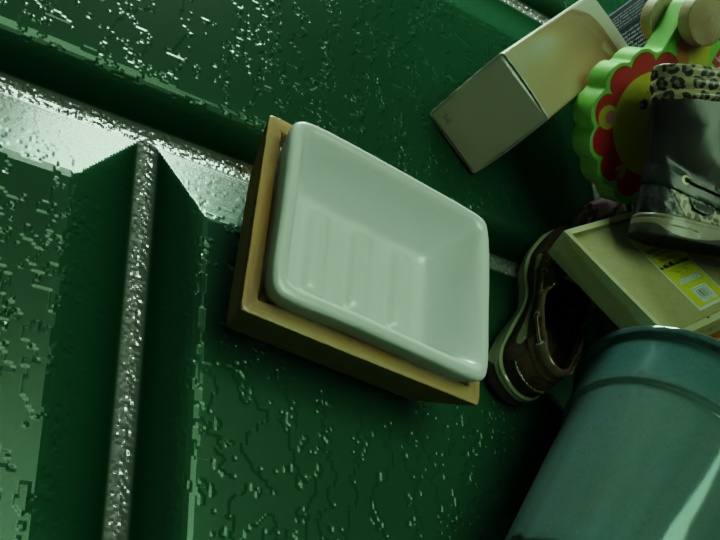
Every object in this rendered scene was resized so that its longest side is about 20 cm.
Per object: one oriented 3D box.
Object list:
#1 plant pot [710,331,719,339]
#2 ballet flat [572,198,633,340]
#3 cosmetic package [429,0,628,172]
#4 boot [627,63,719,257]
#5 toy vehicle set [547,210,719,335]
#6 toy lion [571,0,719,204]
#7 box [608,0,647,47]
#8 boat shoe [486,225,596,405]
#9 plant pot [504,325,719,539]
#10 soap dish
[{"bbox_3d":[0.400,0.133,0.909,0.184,0.199,0.201,58,41,-29],"label":"plant pot"},{"bbox_3d":[0.249,0.019,0.918,0.069,0.071,0.202,11,61,-37],"label":"ballet flat"},{"bbox_3d":[0.163,-0.178,0.929,0.071,0.105,0.200,53,46,-2],"label":"cosmetic package"},{"bbox_3d":[0.318,-0.089,0.848,0.198,0.073,0.152,5,86,-22],"label":"boot"},{"bbox_3d":[0.264,0.002,0.850,0.199,0.027,0.124,-14,55,-43],"label":"toy vehicle set"},{"bbox_3d":[0.288,-0.140,0.910,0.199,0.069,0.193,31,89,-31],"label":"toy lion"},{"bbox_3d":[0.329,-0.174,1.068,0.147,0.104,0.202,20,55,-32],"label":"box"},{"bbox_3d":[0.174,0.029,0.845,0.075,0.075,0.203,41,47,-16],"label":"boat shoe"},{"bbox_3d":[0.206,0.180,0.724,0.201,0.200,0.196,50,54,-8],"label":"plant pot"},{"bbox_3d":[0.000,0.000,0.707,0.199,0.081,0.159,24,53,-29],"label":"soap dish"}]
